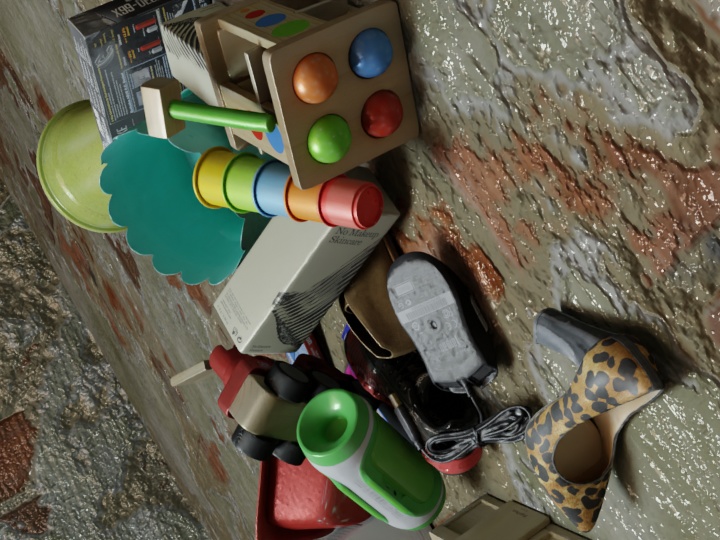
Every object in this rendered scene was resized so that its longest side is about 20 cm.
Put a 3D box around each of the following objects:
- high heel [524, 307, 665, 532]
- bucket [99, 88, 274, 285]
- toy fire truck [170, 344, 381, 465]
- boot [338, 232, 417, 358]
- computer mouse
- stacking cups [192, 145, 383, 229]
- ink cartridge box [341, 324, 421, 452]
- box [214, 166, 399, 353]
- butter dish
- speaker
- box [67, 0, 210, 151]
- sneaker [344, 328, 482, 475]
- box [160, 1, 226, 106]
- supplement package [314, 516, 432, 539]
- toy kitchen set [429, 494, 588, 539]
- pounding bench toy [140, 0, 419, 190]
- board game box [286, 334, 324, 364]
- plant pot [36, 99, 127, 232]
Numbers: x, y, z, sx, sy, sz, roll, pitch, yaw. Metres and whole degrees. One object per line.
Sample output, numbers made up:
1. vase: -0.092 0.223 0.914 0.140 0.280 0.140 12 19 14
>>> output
1. high heel: 0.190 0.138 0.840 0.142 0.071 0.202 -151 47 -64
2. bucket: -0.178 -0.100 1.221 0.205 0.135 0.209 20 133 23
3. toy fire truck: -0.105 0.133 1.199 0.175 0.129 0.200 19 -164 -46
4. boot: 0.000 0.000 1.106 0.201 0.075 0.074 55 159 20
5. computer mouse: 0.073 0.083 1.027 0.140 0.046 0.201 -32 89 37
6. stacking cups: -0.067 -0.067 0.970 0.199 0.060 0.061 17 133 41
7. ink cartridge box: 0.028 0.145 1.269 0.201 0.037 0.095 57 158 18
8. box: -0.055 -0.009 1.059 0.201 0.082 0.069 -53 55 30
9. butter dish: -0.024 0.237 1.314 0.146 0.199 0.202 1 84 29
10. speaker: 0.015 0.201 1.129 0.088 0.089 0.200 38 173 45
11. box: -0.239 -0.226 1.264 0.050 0.157 0.201 43 152 37
12. sneaker: 0.055 0.114 1.121 0.201 0.070 0.098 48 154 28
13. box: -0.129 -0.211 1.139 0.200 0.082 0.069 39 148 42
14. supplement package: -0.002 0.387 1.390 0.118 0.199 0.117 60 158 1
15. toy kitchen set: 0.144 0.360 1.084 0.200 0.162 0.182 8 123 64
16. pounding bench toy: -0.072 -0.148 0.922 0.156 0.199 0.125 35 146 50
17. board game box: -0.080 0.104 1.454 0.103 0.019 0.201 27 145 54
18. plant pot: -0.335 -0.169 1.536 0.184 0.199 0.202 -16 102 55
